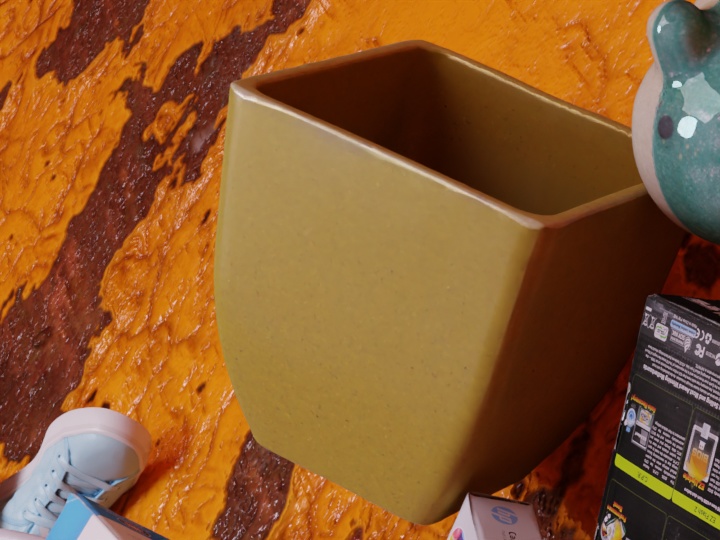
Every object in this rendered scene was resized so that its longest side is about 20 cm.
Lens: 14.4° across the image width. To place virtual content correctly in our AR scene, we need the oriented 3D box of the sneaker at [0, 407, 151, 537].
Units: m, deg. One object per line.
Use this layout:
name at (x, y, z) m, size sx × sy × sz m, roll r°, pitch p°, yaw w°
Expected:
sneaker at (-0.203, 0.166, 1.955) m, size 0.200 × 0.074 × 0.082 m, roll -46°, pitch 28°, yaw 49°

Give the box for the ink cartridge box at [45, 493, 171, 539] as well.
ink cartridge box at (-0.111, 0.245, 1.621) m, size 0.145 × 0.147 × 0.200 m, roll -59°, pitch 26°, yaw 1°

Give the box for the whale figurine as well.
whale figurine at (0.215, -0.105, 1.404) m, size 0.104 × 0.158 × 0.201 m, roll 27°, pitch 103°, yaw 56°

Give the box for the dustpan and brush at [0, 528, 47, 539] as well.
dustpan and brush at (-0.235, 0.195, 1.835) m, size 0.139 × 0.199 × 0.058 m, roll -6°, pitch 66°, yaw 57°

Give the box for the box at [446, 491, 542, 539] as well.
box at (0.059, 0.233, 1.404) m, size 0.200 × 0.041 × 0.156 m, roll -106°, pitch 32°, yaw -55°

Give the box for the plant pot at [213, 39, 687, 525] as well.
plant pot at (0.037, 0.014, 1.500) m, size 0.195 × 0.194 × 0.201 m, roll 26°, pitch 113°, yaw 26°

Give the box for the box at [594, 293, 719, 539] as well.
box at (0.174, 0.127, 1.284) m, size 0.200 × 0.047 × 0.194 m, roll 28°, pitch 111°, yaw 62°
